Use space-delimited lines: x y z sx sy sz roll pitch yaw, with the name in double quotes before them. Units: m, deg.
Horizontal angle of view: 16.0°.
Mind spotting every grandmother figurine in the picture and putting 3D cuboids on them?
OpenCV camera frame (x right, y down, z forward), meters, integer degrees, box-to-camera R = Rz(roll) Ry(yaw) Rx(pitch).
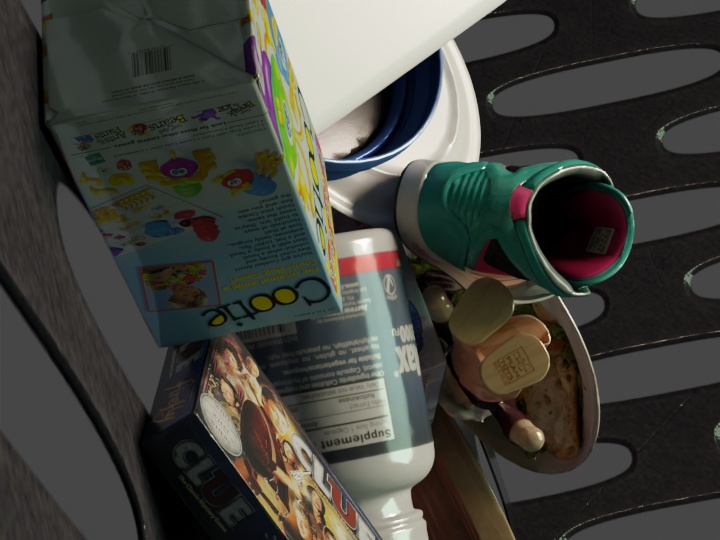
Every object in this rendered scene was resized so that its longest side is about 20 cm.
"grandmother figurine" 0.081 0.061 1.621 0.200 0.060 0.122 112 -45 -81

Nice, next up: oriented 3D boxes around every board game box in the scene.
"board game box" -0.038 0.131 1.348 0.200 0.034 0.136 55 13 -17
"board game box" -0.082 -0.064 1.284 0.200 0.104 0.103 71 10 -55
"board game box" 0.000 0.000 1.687 0.200 0.041 0.201 95 -24 -73

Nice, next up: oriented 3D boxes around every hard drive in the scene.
"hard drive" 0.002 -0.178 1.469 0.200 0.025 0.132 -37 106 -34

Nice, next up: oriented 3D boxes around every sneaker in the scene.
"sneaker" 0.118 -0.021 1.573 0.200 0.120 0.084 21 78 -57

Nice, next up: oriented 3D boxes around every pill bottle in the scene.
"pill bottle" -0.019 0.083 1.522 0.120 0.119 0.201 0 80 -83

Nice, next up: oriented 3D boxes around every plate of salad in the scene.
"plate of salad" 0.086 0.055 1.762 0.200 0.048 0.201 38 -35 33
"plate of salad" -0.006 -0.114 1.585 0.199 0.048 0.201 21 55 -33

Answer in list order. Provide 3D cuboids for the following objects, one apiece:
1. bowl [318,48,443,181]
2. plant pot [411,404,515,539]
"bowl" -0.044 -0.143 1.503 0.039 0.200 0.202 -38 -129 47
"plant pot" 0.035 0.161 1.849 0.202 0.092 0.201 60 -7 12
